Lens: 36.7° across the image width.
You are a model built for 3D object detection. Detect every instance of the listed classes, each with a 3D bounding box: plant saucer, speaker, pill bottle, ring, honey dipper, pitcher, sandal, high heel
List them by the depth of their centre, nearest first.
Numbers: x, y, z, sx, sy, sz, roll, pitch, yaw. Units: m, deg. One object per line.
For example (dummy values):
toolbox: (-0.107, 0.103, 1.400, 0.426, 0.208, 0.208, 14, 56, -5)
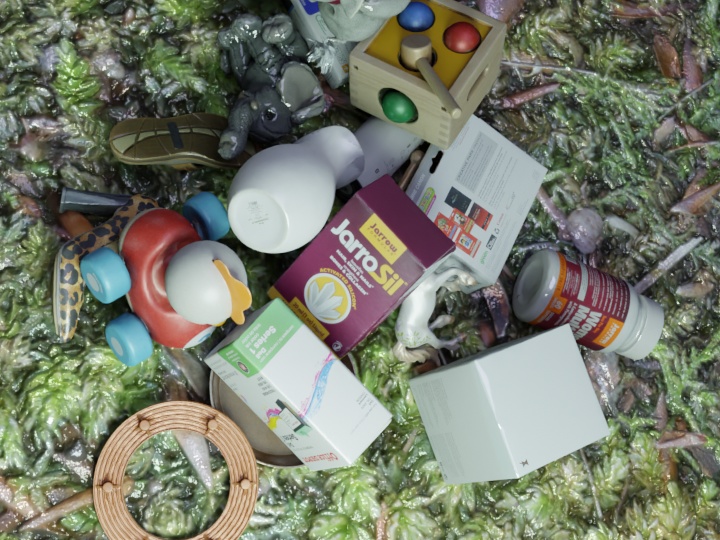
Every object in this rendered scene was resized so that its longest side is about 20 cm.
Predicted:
ring: (-0.220, 0.258, 1.306, 0.198, 0.019, 0.203, 1, 84, -14)
high heel: (-0.301, -0.005, 1.326, 0.141, 0.071, 0.202, 7, 68, -18)
pitcher: (-0.103, -0.097, 1.351, 0.122, 0.170, 0.200, 64, 31, -17)
plant saucer: (-0.100, 0.152, 1.392, 0.198, 0.034, 0.202, 5, 76, -20)
sandal: (-0.229, -0.158, 1.401, 0.198, 0.054, 0.081, -4, 65, -28)
honey dipper: (0.036, -0.077, 1.480, 0.038, 0.038, 0.201, 34, 79, -11)
speaker: (0.038, -0.181, 1.505, 0.081, 0.081, 0.200, 46, 65, -6)
pill bottle: (0.325, 0.052, 1.550, 0.199, 0.109, 0.110, 22, 70, -16)

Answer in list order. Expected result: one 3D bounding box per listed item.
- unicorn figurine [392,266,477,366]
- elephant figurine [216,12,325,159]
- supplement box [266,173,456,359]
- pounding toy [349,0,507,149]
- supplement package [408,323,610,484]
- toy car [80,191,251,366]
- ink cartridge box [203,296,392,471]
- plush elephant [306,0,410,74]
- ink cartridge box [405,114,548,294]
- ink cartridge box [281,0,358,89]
unicorn figurine: (0.081, 0.031, 1.446, 0.136, 0.074, 0.202, 1, 92, -25)
elephant figurine: (-0.120, -0.222, 1.425, 0.154, 0.142, 0.202, -7, 73, -9)
supplement box: (0.000, 0.000, 1.361, 0.131, 0.200, 0.103, 46, 31, 6)
pounding toy: (0.090, -0.264, 1.425, 0.183, 0.143, 0.201, 27, 63, 15)
supplement package: (0.188, 0.177, 1.412, 0.150, 0.200, 0.153, -18, 85, -25)
toy car: (-0.189, 0.025, 1.270, 0.184, 0.199, 0.178, -32, 123, -31)
ink cartridge box: (-0.077, 0.142, 1.306, 0.200, 0.145, 0.084, 46, 66, -7)
plush elephant: (-0.025, -0.369, 1.356, 0.164, 0.155, 0.201, 23, 72, 20)
ink cartridge box: (0.141, -0.103, 1.523, 0.175, 0.084, 0.201, 35, 66, -14)
ink cartridge box: (-0.007, -0.389, 1.559, 0.199, 0.047, 0.199, -30, 88, -27)
